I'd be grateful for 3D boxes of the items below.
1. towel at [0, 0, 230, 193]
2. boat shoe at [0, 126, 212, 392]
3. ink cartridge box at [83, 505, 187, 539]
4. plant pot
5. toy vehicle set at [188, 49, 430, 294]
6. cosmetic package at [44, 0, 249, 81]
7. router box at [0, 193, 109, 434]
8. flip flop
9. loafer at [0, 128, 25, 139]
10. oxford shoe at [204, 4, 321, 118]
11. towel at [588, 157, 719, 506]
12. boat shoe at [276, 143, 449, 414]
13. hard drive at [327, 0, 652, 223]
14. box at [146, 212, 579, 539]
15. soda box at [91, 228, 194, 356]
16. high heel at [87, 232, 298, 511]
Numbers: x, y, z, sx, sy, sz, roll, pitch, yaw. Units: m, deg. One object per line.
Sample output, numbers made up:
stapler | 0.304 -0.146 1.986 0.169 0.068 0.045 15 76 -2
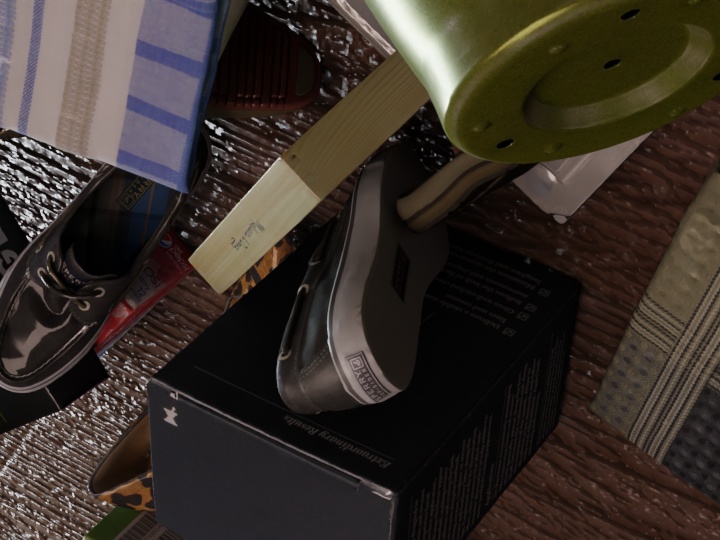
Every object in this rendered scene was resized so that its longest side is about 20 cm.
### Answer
towel | -0.168 -0.121 0.805 0.199 0.024 0.147 20 135 1
boat shoe | -0.158 -0.008 0.958 0.070 0.066 0.200 41 93 -6
ink cartridge box | -0.125 0.222 1.117 0.076 0.148 0.201 31 134 17
plant pot | 0.064 -0.153 0.607 0.200 0.199 0.194 -40 60 47
toy vehicle set | -0.014 -0.057 0.799 0.027 0.124 0.200 47 159 -3
cosmetic package | -0.145 -0.189 0.827 0.199 0.113 0.081 24 134 0
router box | -0.268 0.012 1.053 0.149 0.051 0.201 -20 103 44
flip flop | 0.075 -0.079 0.752 0.200 0.081 0.058 -35 82 52
loafer | -0.178 -0.124 0.968 0.200 0.070 0.075 -30 99 46
oxford shoe | -0.122 -0.114 0.897 0.199 0.071 0.075 10 154 -9
towel | 0.226 0.059 0.815 0.192 0.035 0.201 36 138 16
boat shoe | 0.000 0.000 0.821 0.056 0.200 0.069 -22 115 23
hard drive | 0.069 -0.134 0.790 0.200 0.038 0.140 44 137 3
box | 0.005 0.071 0.868 0.148 0.200 0.108 23 131 24
soda box | -0.191 0.028 1.088 0.064 0.070 0.200 51 138 0
high heel | -0.098 0.067 0.986 0.071 0.142 0.201 51 146 37
